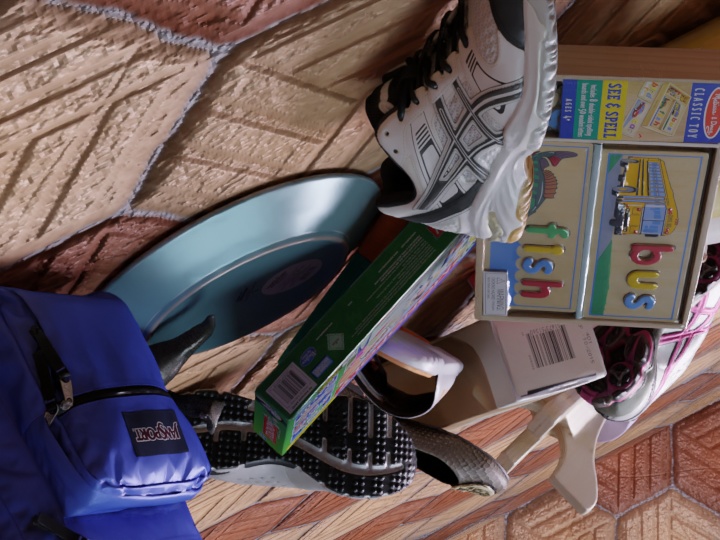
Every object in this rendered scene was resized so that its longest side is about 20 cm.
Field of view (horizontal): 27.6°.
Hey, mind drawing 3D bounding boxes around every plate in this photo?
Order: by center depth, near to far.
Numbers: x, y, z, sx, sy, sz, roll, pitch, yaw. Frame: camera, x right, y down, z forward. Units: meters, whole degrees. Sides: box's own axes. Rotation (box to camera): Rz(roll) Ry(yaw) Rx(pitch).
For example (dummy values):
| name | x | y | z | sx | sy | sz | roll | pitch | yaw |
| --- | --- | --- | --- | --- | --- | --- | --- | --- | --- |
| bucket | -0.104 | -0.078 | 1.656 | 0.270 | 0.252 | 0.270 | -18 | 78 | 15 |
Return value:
| name | x | y | z | sx | sy | sz | roll | pitch | yaw |
| --- | --- | --- | --- | --- | --- | --- | --- | --- | --- |
| plate | -0.071 | 0.008 | 0.867 | 0.199 | 0.026 | 0.200 | -26 | 163 | -9 |

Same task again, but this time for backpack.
| name | x | y | z | sx | sy | sz | roll | pitch | yaw |
| --- | --- | --- | --- | --- | --- | --- | --- | --- | --- |
| backpack | -0.164 | 0.118 | 0.728 | 0.167 | 0.201 | 0.162 | -37 | 161 | 26 |

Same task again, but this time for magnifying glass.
| name | x | y | z | sx | sy | sz | roll | pitch | yaw |
| --- | --- | --- | --- | --- | --- | --- | --- | --- | --- |
| magnifying glass | 0.000 | 0.000 | 0.930 | 0.080 | 0.022 | 0.200 | -52 | 177 | -46 |

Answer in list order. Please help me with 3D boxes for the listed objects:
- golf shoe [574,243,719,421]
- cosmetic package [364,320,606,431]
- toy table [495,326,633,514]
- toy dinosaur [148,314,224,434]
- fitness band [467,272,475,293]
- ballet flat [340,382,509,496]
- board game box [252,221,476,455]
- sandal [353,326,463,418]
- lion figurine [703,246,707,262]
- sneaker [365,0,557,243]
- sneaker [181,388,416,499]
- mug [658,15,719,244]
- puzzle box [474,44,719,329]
| name | x | y | z | sx | sy | sz | roll | pitch | yaw |
| --- | --- | --- | --- | --- | --- | --- | --- | --- | --- |
| golf shoe | 0.256 | 0.037 | 1.223 | 0.201 | 0.073 | 0.092 | -52 | 142 | 1 |
| cosmetic package | 0.097 | 0.087 | 1.216 | 0.104 | 0.072 | 0.200 | -12 | 170 | -33 |
| toy table | 0.200 | 0.145 | 1.492 | 0.117 | 0.184 | 0.201 | -39 | 156 | -24 |
| toy dinosaur | -0.143 | 0.096 | 0.851 | 0.102 | 0.077 | 0.200 | 22 | 136 | -17 |
| fitness band | 0.167 | -0.017 | 1.169 | 0.143 | 0.038 | 0.199 | -38 | 163 | 27 |
| ballet flat | 0.031 | 0.142 | 1.184 | 0.067 | 0.199 | 0.047 | -34 | -149 | 57 |
| board game box | 0.011 | 0.023 | 0.905 | 0.200 | 0.029 | 0.135 | -47 | 172 | -14 |
| sandal | 0.023 | 0.073 | 1.070 | 0.060 | 0.079 | 0.207 | -61 | 170 | 2 |
| lion figurine | 0.161 | -0.021 | 1.031 | 0.199 | 0.073 | 0.123 | -21 | 144 | -21 |
| sneaker | 0.046 | -0.083 | 0.701 | 0.087 | 0.076 | 0.201 | 6 | 141 | 2 |
| sneaker | -0.055 | 0.129 | 1.099 | 0.198 | 0.074 | 0.080 | 12 | 163 | -11 |
| mug | 0.216 | -0.097 | 0.879 | 0.152 | 0.150 | 0.188 | -18 | 129 | -5 |
| puzzle box | 0.131 | -0.041 | 0.818 | 0.132 | 0.026 | 0.201 | 2 | 139 | 5 |
